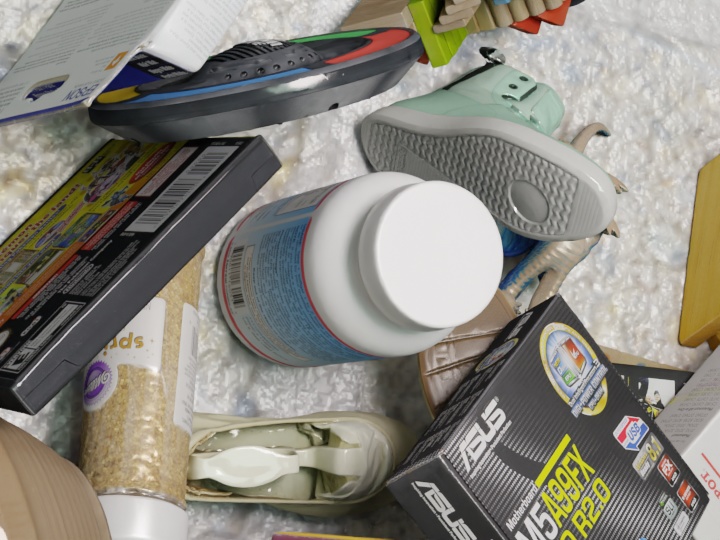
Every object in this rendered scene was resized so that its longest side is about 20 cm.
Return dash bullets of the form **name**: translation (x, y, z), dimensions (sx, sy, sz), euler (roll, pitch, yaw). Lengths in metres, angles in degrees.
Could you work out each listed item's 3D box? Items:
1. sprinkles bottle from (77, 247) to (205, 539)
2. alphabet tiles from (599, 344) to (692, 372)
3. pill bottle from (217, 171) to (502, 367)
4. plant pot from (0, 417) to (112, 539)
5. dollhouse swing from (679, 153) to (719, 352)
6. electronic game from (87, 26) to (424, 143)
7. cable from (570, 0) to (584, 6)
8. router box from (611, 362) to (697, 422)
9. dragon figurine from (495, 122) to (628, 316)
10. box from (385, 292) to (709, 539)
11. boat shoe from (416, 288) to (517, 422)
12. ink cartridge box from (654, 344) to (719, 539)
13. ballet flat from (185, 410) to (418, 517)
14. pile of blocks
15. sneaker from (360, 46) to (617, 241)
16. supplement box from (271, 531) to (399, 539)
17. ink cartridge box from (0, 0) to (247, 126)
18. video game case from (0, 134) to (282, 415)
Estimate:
- **sprinkles bottle**: translation (-0.129, 0.072, 1.226), dimensions (0.068, 0.068, 0.200), euler (14, 63, -25)
- **alphabet tiles**: translation (0.191, 0.144, 1.443), dimensions (0.200, 0.006, 0.167), euler (16, 78, -25)
- **pill bottle**: translation (0.000, 0.000, 1.251), dimensions (0.109, 0.200, 0.109), euler (3, 84, -26)
- **plant pot**: translation (-0.196, 0.158, 1.140), dimensions (0.093, 0.201, 0.201), euler (-10, 89, -34)
- **dollhouse swing**: translation (0.360, -0.014, 1.450), dimensions (0.200, 0.176, 0.182), euler (14, 79, -26)
- **electronic game**: translation (-0.061, -0.114, 1.232), dimensions (0.200, 0.200, 0.042), euler (-18, 103, -27)
- **cable**: translation (0.110, -0.256, 1.378), dimensions (0.163, 0.051, 0.200), euler (11, 107, -35)
- **router box**: translation (0.149, 0.160, 1.386), dimensions (0.149, 0.051, 0.200), euler (8, 82, -28)
- **dragon figurine**: translation (0.122, -0.029, 1.389), dimensions (0.059, 0.099, 0.200), euler (33, 33, -18)
- **box**: translation (0.113, 0.125, 1.197), dimensions (0.160, 0.044, 0.200), euler (54, 34, -7)
- **boat shoe**: translation (0.078, 0.099, 1.305), dimensions (0.071, 0.065, 0.200), euler (-14, 80, -6)
- **ink cartridge box**: translation (0.249, 0.130, 1.376), dimensions (0.200, 0.068, 0.115), euler (-45, 107, -25)
- **ballet flat**: translation (-0.038, 0.119, 1.296), dimensions (0.200, 0.069, 0.070), euler (1, 84, -27)
- **pile of blocks**: translation (0.090, -0.169, 1.343), dimensions (0.200, 0.082, 0.062), euler (-22, 113, 6)
- **sneaker**: translation (0.107, -0.086, 1.323), dimensions (0.118, 0.200, 0.074), euler (-31, 126, -32)
- **supplement box**: translation (0.014, 0.223, 1.228), dimensions (0.103, 0.200, 0.131), euler (2, 80, 14)
- **ink cartridge box**: translation (-0.126, -0.147, 1.202), dimensions (0.041, 0.200, 0.200), euler (43, 68, -23)
- **video game case**: translation (-0.159, -0.003, 1.181), dimensions (0.200, 0.181, 0.026), euler (-47, 116, -23)
